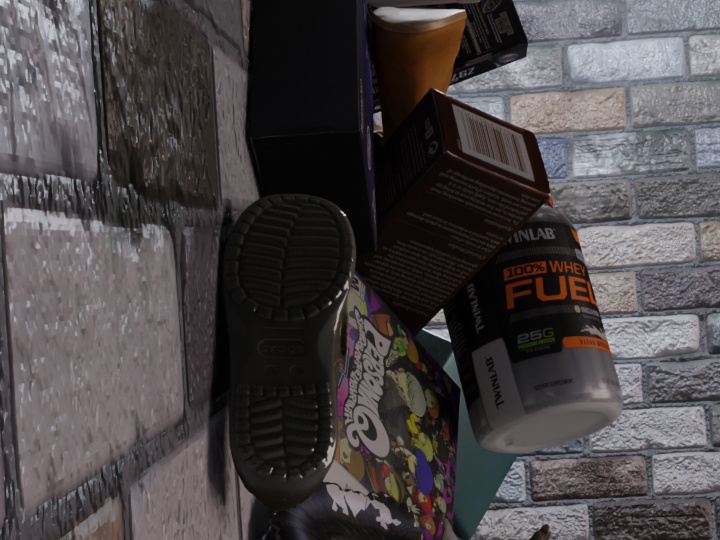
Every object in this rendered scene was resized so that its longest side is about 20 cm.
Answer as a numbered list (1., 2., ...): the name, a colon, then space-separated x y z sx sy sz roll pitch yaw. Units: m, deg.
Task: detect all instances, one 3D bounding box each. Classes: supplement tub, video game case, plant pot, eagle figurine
1. supplement tub: 0.128 0.034 1.155 0.123 0.122 0.201 77 0 -69
2. video game case: 0.010 0.116 1.034 0.181 0.036 0.201 49 33 -35
3. plant pot: 0.055 0.130 1.348 0.142 0.141 0.200 -57 151 -17
4. eagle figurine: 0.026 0.208 0.904 0.151 0.199 0.152 106 -25 -43

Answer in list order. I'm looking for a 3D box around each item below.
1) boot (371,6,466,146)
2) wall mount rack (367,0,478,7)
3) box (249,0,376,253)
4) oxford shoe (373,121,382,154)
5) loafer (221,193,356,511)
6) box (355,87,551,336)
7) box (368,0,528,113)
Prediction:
1. boot: 0.044 -0.129 1.114 0.201 0.070 0.145 -70 162 -79
2. wall mount rack: 0.015 -0.252 1.208 0.075 0.173 0.200 -54 -176 10
3. box: -0.031 -0.131 1.028 0.141 0.078 0.201 77 10 -56
4. oxford shoe: -0.012 -0.116 1.302 0.201 0.073 0.071 -89 174 -49
5. loafer: -0.044 0.043 0.794 0.070 0.075 0.201 101 -4 -52
6. box: 0.042 -0.033 1.092 0.200 0.100 0.075 -49 -145 35
7. box: 0.048 -0.267 1.346 0.044 0.159 0.201 67 2 -81
